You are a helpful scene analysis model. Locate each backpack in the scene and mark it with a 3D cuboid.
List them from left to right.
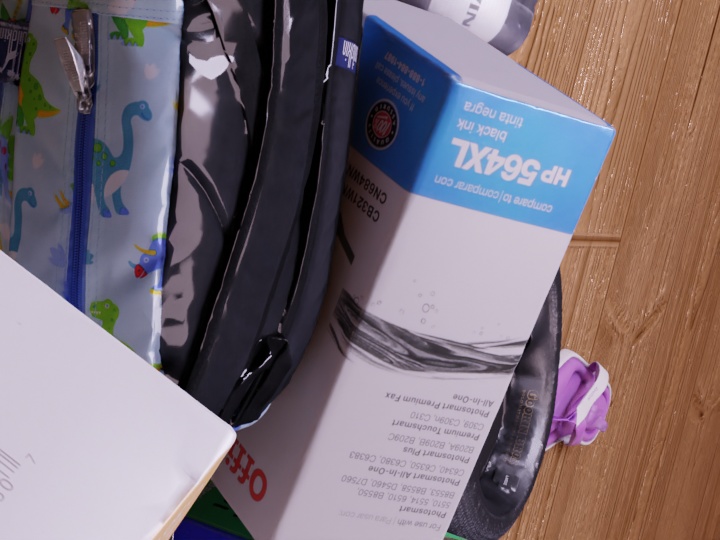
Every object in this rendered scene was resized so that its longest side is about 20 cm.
[{"bbox_3d":[-0.068,-0.037,0.649,0.163,0.152,0.202,-12,96,-71],"label":"backpack"}]

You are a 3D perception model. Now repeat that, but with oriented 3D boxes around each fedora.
[{"bbox_3d":[0.047,0.053,1.030,0.200,0.091,0.203,7,90,-66],"label":"fedora"}]

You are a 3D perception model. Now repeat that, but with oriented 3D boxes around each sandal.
[{"bbox_3d":[0.177,0.107,1.454,0.202,0.049,0.083,5,100,-68],"label":"sandal"}]

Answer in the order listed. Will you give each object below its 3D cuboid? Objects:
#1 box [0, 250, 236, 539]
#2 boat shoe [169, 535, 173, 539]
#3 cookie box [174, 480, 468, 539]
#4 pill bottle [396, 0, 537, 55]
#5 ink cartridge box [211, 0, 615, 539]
[{"bbox_3d":[-0.142,0.108,0.484,0.153,0.106,0.200,-53,178,-43],"label":"box"},{"bbox_3d":[-0.133,0.117,0.686,0.200,0.092,0.075,120,-24,-51],"label":"boat shoe"},{"bbox_3d":[-0.026,0.189,0.807,0.075,0.198,0.173,-27,131,-63],"label":"cookie box"},{"bbox_3d":[0.041,-0.169,0.846,0.106,0.105,0.202,14,91,-69],"label":"pill bottle"},{"bbox_3d":[0.000,0.000,0.747,0.084,0.146,0.201,13,107,-32],"label":"ink cartridge box"}]
